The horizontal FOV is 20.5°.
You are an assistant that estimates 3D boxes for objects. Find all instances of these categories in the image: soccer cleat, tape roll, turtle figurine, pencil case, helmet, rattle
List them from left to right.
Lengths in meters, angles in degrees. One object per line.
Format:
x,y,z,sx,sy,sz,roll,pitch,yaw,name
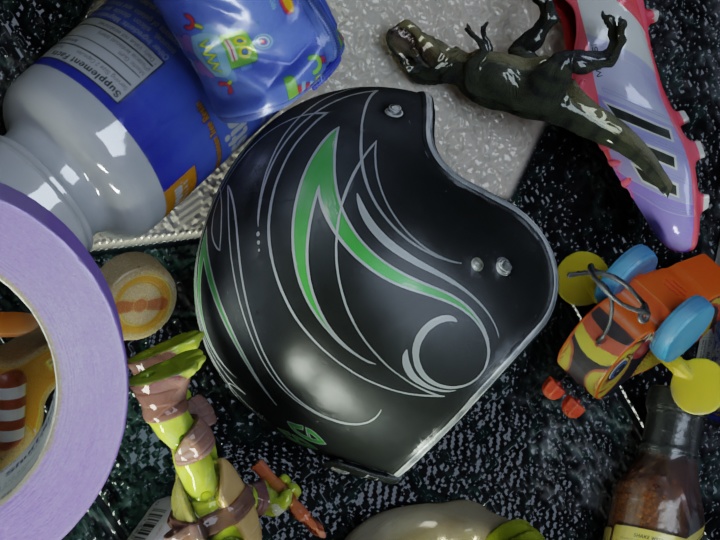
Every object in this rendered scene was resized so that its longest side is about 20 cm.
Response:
-0.213,0.053,0.970,0.199,0.066,0.201,-1,98,-8,tape roll
-0.075,-0.171,1.004,0.078,0.087,0.200,-54,130,-38,pencil case
-0.076,0.116,1.061,0.064,0.200,0.162,-19,101,12,turtle figurine
0.000,0.000,1.127,0.191,0.200,0.200,42,68,1,helmet
0.018,0.220,1.174,0.200,0.130,0.143,-21,139,-41,rattle
0.167,-0.104,1.281,0.076,0.067,0.201,-13,82,-7,soccer cleat

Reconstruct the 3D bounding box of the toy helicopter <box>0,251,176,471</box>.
-0.187,0.049,1.049,0.200,0.079,0.133,-35,125,-14,toy helicopter

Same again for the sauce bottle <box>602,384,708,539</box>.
0.188,0.175,1.279,0.066,0.066,0.201,17,81,-25,sauce bottle

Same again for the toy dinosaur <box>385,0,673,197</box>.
0.118,-0.127,1.243,0.199,0.047,0.088,25,91,4,toy dinosaur

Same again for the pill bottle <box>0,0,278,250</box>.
-0.126,-0.088,1.108,0.200,0.112,0.112,-46,107,-22,pill bottle

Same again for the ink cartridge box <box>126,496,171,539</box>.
-0.084,0.253,1.145,0.200,0.057,0.163,41,70,-14,ink cartridge box

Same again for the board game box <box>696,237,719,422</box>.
0.288,0.001,1.304,0.045,0.134,0.201,18,78,-25,board game box

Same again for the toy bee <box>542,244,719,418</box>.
0.160,0.037,1.256,0.200,0.131,0.109,15,120,-42,toy bee
